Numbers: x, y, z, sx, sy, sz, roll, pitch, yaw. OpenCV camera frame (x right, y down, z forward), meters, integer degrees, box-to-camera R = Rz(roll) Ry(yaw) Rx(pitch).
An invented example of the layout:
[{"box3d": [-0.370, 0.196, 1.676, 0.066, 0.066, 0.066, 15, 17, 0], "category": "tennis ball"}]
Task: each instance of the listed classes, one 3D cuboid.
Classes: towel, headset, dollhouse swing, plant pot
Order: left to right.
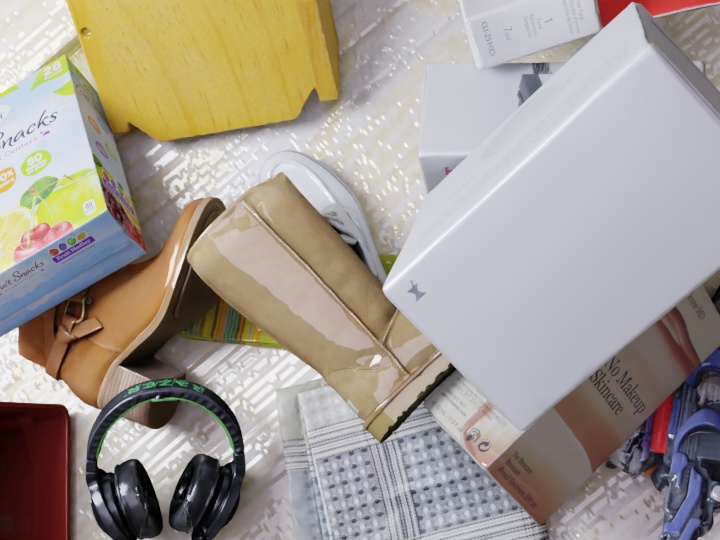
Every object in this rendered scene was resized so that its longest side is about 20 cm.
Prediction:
[{"box3d": [-0.359, 0.206, 0.978, 0.175, 0.200, 0.201, -5, 80, 23], "category": "plant pot"}, {"box3d": [-0.150, 0.187, 0.970, 0.123, 0.094, 0.201, -2, 108, -9], "category": "headset"}, {"box3d": [-0.125, -0.239, 1.070, 0.199, 0.176, 0.183, -9, 121, 9], "category": "dollhouse swing"}, {"box3d": [-0.052, 0.022, 1.025, 0.199, 0.018, 0.087, 5, 83, 11], "category": "towel"}, {"box3d": [0.037, 0.167, 0.977, 0.199, 0.035, 0.194, -14, 80, 9], "category": "towel"}]

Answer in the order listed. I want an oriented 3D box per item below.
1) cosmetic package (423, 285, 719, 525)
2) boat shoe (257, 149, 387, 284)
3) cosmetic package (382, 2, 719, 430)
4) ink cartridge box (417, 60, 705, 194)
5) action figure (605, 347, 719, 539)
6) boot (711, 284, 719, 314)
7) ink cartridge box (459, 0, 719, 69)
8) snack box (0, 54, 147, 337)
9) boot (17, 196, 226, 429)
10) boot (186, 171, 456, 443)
[{"box3d": [0.157, 0.072, 0.901, 0.200, 0.103, 0.087, -46, 42, -2], "category": "cosmetic package"}, {"box3d": [-0.021, -0.020, 0.988, 0.073, 0.067, 0.200, -35, 74, 0], "category": "boat shoe"}, {"box3d": [0.135, -0.041, 0.754, 0.123, 0.200, 0.199, 45, 110, -5], "category": "cosmetic package"}, {"box3d": [0.150, -0.082, 0.928, 0.199, 0.145, 0.084, 1, 64, 11], "category": "ink cartridge box"}, {"box3d": [0.267, 0.162, 0.902, 0.192, 0.105, 0.201, 18, 61, 18], "category": "action figure"}, {"box3d": [0.334, 0.025, 0.860, 0.153, 0.204, 0.074, 33, 80, 10], "category": "boot"}, {"box3d": [0.159, -0.226, 0.938, 0.175, 0.200, 0.045, -15, 118, 8], "category": "ink cartridge box"}, {"box3d": [-0.278, -0.058, 1.016, 0.168, 0.068, 0.201, -30, 49, 5], "category": "snack box"}, {"box3d": [-0.199, 0.014, 1.015, 0.154, 0.074, 0.201, 23, 95, 24], "category": "boot"}, {"box3d": [0.000, 0.000, 0.916, 0.175, 0.066, 0.200, -43, 79, -11], "category": "boot"}]
